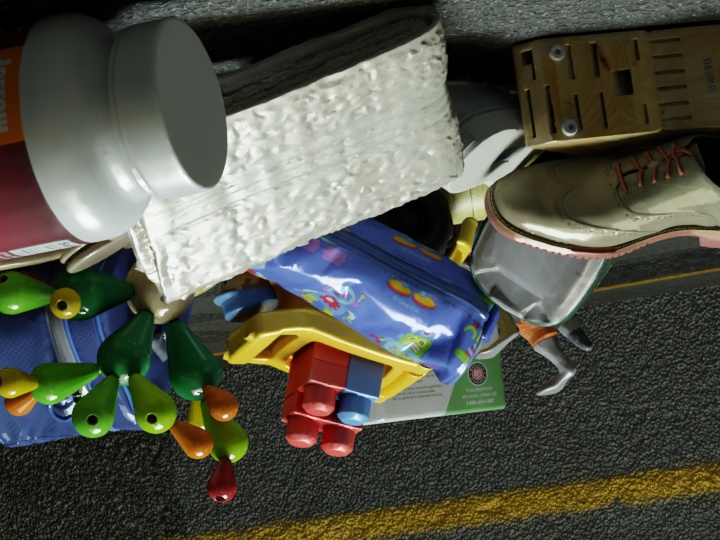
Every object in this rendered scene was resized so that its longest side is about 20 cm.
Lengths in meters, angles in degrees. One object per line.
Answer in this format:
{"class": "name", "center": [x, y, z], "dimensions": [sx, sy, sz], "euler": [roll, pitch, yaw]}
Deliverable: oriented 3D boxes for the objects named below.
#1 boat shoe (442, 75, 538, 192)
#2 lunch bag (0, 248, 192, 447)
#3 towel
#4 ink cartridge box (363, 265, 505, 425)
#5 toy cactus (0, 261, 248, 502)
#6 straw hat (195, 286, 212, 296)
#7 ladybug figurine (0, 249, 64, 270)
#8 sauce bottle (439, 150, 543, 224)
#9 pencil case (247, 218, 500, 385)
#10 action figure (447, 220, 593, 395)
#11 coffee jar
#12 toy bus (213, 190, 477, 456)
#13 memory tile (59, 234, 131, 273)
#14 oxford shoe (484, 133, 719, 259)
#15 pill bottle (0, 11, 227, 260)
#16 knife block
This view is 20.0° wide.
{"class": "boat shoe", "center": [0.070, -0.091, 1.273], "dimensions": [0.072, 0.069, 0.200], "euler": [-49, 168, 23]}
{"class": "lunch bag", "center": [-0.191, 0.028, 1.425], "dimensions": [0.132, 0.136, 0.200], "euler": [-9, -146, 14]}
{"class": "towel", "center": [-0.040, -0.062, 1.114], "dimensions": [0.199, 0.035, 0.133], "euler": [-22, 144, -6]}
{"class": "ink cartridge box", "center": [0.030, 0.018, 1.615], "dimensions": [0.144, 0.201, 0.084], "euler": [-2, 175, -44]}
{"class": "toy cactus", "center": [-0.142, 0.045, 1.303], "dimensions": [0.199, 0.165, 0.102], "euler": [31, 144, -12]}
{"class": "straw hat", "center": [-0.145, -0.019, 1.567], "dimensions": [0.200, 0.086, 0.201], "euler": [-8, 174, -1]}
{"class": "ladybug figurine", "center": [-0.222, -0.046, 1.280], "dimensions": [0.135, 0.072, 0.200], "euler": [-7, 174, -21]}
{"class": "sauce bottle", "center": [0.125, -0.075, 1.513], "dimensions": [0.199, 0.065, 0.065], "euler": [-9, 174, 0]}
{"class": "pencil case", "center": [0.000, 0.000, 1.345], "dimensions": [0.199, 0.078, 0.087], "euler": [29, 163, -14]}
{"class": "action figure", "center": [0.136, -0.007, 1.581], "dimensions": [0.104, 0.194, 0.199], "euler": [-26, 149, 37]}
{"class": "coffee jar", "center": [0.149, -0.045, 1.382], "dimensions": [0.105, 0.085, 0.200], "euler": [-60, 171, 29]}
{"class": "toy bus", "center": [-0.037, 0.025, 1.437], "dimensions": [0.199, 0.193, 0.136], "euler": [19, 158, -16]}
{"class": "memory tile", "center": [-0.087, -0.062, 1.226], "dimensions": [0.153, 0.017, 0.200], "euler": [-28, 176, -46]}
{"class": "oxford shoe", "center": [0.174, -0.056, 1.241], "dimensions": [0.199, 0.071, 0.075], "euler": [-5, 147, -13]}
{"class": "pill bottle", "center": [-0.173, -0.063, 1.001], "dimensions": [0.199, 0.114, 0.113], "euler": [-11, 173, 18]}
{"class": "knife block", "center": [0.175, -0.104, 1.305], "dimensions": [0.199, 0.064, 0.176], "euler": [-7, 173, -14]}
